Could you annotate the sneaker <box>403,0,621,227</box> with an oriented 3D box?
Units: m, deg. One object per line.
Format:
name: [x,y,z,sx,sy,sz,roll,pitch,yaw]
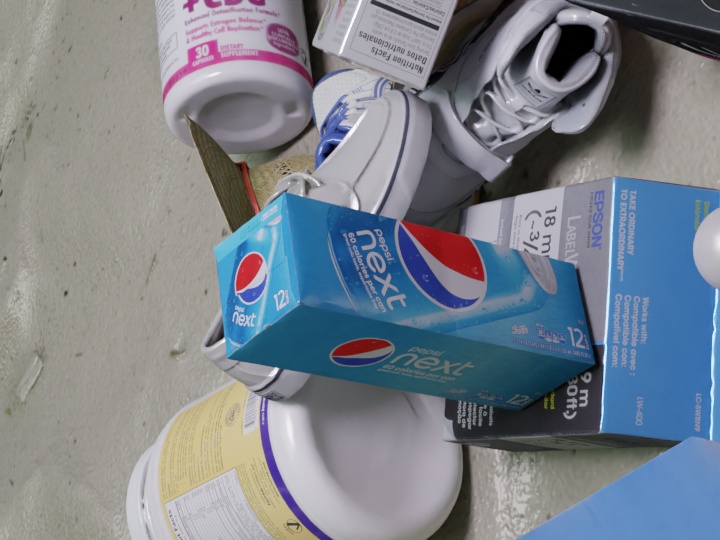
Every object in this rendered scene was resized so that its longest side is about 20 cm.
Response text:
sneaker: [0.080,-0.097,1.043,0.200,0.075,0.115,-49,13,9]

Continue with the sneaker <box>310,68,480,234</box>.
sneaker: [0.003,-0.089,1.186,0.200,0.088,0.076,50,119,50]

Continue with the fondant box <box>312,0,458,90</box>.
fondant box: [0.038,-0.214,1.049,0.144,0.058,0.201,-128,60,-78]

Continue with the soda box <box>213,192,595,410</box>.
soda box: [0.026,0.020,0.917,0.068,0.199,0.065,-36,53,42]

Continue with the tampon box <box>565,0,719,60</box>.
tampon box: [0.222,-0.207,0.901,0.150,0.126,0.201,26,100,52]

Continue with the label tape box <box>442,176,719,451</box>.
label tape box: [0.136,0.025,0.992,0.199,0.063,0.145,-10,71,52]

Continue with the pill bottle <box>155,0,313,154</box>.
pill bottle: [-0.099,-0.200,1.335,0.113,0.113,0.201,-35,53,42]

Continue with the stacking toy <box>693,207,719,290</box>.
stacking toy: [0.228,-0.008,0.848,0.200,0.145,0.147,173,107,-67]

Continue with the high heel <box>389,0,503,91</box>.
high heel: [0.067,-0.204,1.149,0.200,0.071,0.143,-47,47,15]

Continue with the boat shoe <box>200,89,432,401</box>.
boat shoe: [-0.028,-0.025,1.028,0.201,0.066,0.072,-60,27,-3]

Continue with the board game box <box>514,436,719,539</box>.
board game box: [0.149,0.183,0.858,0.159,0.199,0.039,57,166,19]

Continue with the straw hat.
straw hat: [-0.051,-0.038,1.235,0.085,0.202,0.202,-23,49,-3]

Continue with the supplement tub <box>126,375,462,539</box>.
supplement tub: [-0.047,0.133,1.130,0.200,0.145,0.146,-31,55,44]
